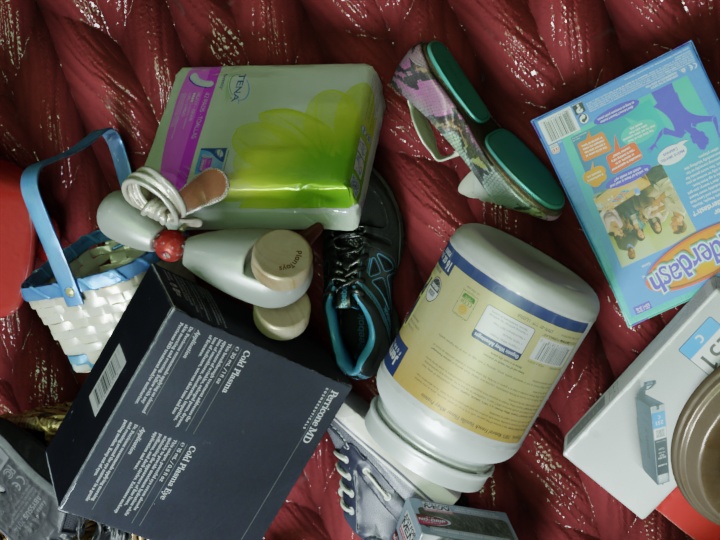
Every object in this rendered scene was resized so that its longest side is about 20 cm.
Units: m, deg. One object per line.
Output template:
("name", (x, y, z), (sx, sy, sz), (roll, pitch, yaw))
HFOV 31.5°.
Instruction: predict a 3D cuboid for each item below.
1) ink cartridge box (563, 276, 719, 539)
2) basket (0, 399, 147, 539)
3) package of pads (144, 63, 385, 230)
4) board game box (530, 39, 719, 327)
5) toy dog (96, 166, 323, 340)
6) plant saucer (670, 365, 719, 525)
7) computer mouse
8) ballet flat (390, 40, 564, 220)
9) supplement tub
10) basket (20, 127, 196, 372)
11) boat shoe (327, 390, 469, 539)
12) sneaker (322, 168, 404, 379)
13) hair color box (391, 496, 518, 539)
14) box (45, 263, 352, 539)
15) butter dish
("ink cartridge box", (0.304, 0.135, 1.095), (0.176, 0.045, 0.200), (38, 109, -2))
("basket", (-0.276, 0.230, 1.200), (0.142, 0.148, 0.201), (1, 100, 58))
("package of pads", (-0.084, -0.112, 1.138), (0.199, 0.068, 0.155), (2, 53, 15))
("board game box", (0.258, -0.073, 1.102), (0.151, 0.045, 0.201), (-25, 91, 15))
("toy dog", (-0.110, -0.032, 1.068), (0.200, 0.097, 0.132), (36, 145, -8))
("plant saucer", (0.359, 0.145, 1.066), (0.199, 0.030, 0.201), (-2, 117, -5))
("computer mouse", (-0.298, 0.204, 1.149), (0.200, 0.053, 0.139), (45, 115, 2))
("ballet flat", (0.099, -0.112, 1.135), (0.200, 0.069, 0.071), (52, 124, 8))
("supplement tub", (0.101, 0.076, 1.110), (0.144, 0.144, 0.201), (31, 103, 9))
("basket", (-0.235, -0.019, 1.170), (0.138, 0.176, 0.201), (-7, 106, 19))
("boat shoe", (-0.001, 0.185, 1.185), (0.200, 0.075, 0.093), (42, 97, 5))
("sneaker", (0.000, 0.000, 1.160), (0.073, 0.082, 0.201), (-6, 94, 17))
("hair color box", (0.064, 0.311, 1.161), (0.098, 0.061, 0.201), (12, 110, -16))
("box", (-0.142, 0.130, 1.105), (0.181, 0.104, 0.201), (27, 99, -27))
("butter dish", (-0.361, -0.035, 1.225), (0.199, 0.147, 0.201), (22, 106, 56))
